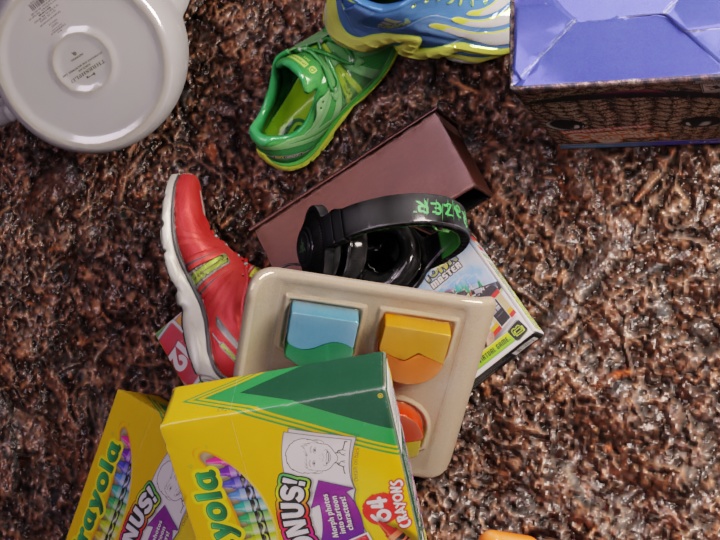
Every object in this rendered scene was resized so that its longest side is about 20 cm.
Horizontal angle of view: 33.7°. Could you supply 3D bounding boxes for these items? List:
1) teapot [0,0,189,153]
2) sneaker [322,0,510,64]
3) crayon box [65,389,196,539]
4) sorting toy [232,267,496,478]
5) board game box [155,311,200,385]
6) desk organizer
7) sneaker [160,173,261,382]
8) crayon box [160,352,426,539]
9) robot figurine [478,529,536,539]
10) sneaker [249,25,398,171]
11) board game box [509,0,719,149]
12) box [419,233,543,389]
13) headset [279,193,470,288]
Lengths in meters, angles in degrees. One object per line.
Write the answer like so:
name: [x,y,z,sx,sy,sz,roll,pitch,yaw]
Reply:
teapot: [-0.254,-0.214,1.135,0.197,0.146,0.200,9,113,-6]
sneaker: [0.068,-0.222,1.002,0.197,0.105,0.077,-5,83,-5]
crayon box: [-0.179,0.232,1.062,0.171,0.058,0.203,20,91,37]
sorting toy: [-0.003,0.091,0.948,0.197,0.037,0.187,6,123,-10]
board game box: [-0.104,0.112,1.092,0.095,0.030,0.201,-38,74,13]
desk organizer: [0.010,-0.052,1.047,0.199,0.072,0.078,-32,75,14]
sneaker: [-0.124,0.005,1.073,0.084,0.077,0.203,-17,82,6]
crayon box: [-0.045,0.176,0.929,0.170,0.058,0.203,-11,115,5]
robot figurine: [0.106,0.311,0.934,0.142,0.117,0.203,17,89,12]
sneaker: [-0.029,-0.180,1.072,0.074,0.083,0.201,35,95,22]
board game box: [0.212,-0.164,0.914,0.157,0.200,0.098,0,83,21]
box: [0.047,0.071,1.034,0.199,0.035,0.111,-40,71,12]
headset: [0.000,0.000,0.955,0.199,0.122,0.095,-24,66,42]
